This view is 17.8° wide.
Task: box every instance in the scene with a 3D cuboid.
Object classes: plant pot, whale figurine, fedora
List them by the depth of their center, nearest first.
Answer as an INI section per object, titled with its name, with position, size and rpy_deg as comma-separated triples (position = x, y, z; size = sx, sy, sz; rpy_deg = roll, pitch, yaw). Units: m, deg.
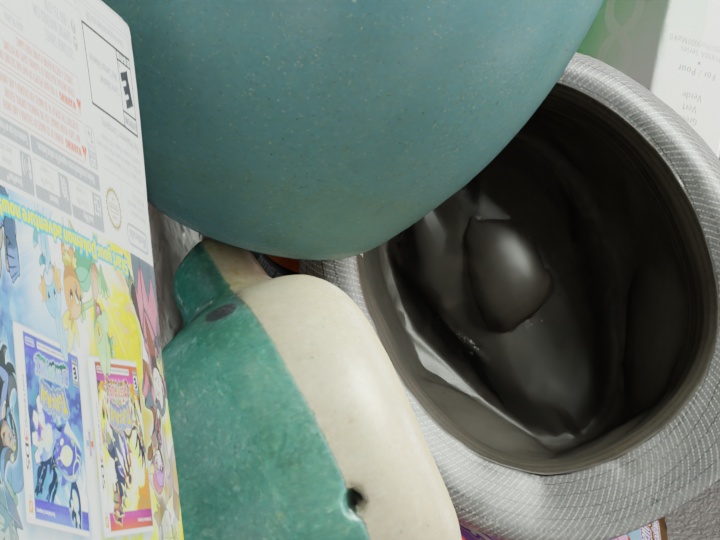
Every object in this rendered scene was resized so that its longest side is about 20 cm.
[plant pot]
position = -0.021, -0.084, 0.811
size = 0.200, 0.199, 0.135
rpy_deg = -77, -177, -69
[whale figurine]
position = -0.040, 0.069, 0.824
size = 0.160, 0.103, 0.200
rpy_deg = 67, -12, -14
[fedora]
position = 0.066, 0.010, 0.919
size = 0.200, 0.177, 0.090
rpy_deg = 55, -6, 4

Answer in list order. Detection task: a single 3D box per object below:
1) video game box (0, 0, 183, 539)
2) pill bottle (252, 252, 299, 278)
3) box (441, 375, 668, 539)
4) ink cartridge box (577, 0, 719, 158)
[video game box]
position = -0.096, 0.002, 0.605
size = 0.200, 0.047, 0.183
rpy_deg = 39, 42, -78
[pill bottle]
position = 0.000, 0.000, 1.056
size = 0.200, 0.106, 0.107
rpy_deg = 66, 17, -64
[box]
position = 0.072, 0.117, 0.949
size = 0.137, 0.039, 0.200
rpy_deg = 39, 23, -16
[ink cartridge box]
position = 0.098, -0.041, 1.020
size = 0.161, 0.050, 0.201
rpy_deg = 14, -89, 66
